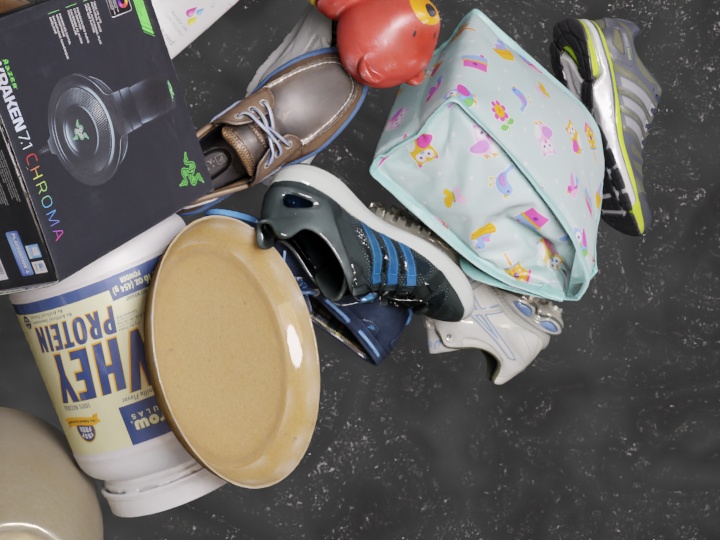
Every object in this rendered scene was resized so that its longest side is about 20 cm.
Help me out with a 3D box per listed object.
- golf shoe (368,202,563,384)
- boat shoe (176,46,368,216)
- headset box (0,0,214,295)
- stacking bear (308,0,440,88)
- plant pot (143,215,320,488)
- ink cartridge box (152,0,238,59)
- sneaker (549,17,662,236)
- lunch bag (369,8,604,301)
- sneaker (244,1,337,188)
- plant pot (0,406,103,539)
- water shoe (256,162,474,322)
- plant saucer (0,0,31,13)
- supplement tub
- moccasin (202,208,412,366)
[{"bbox_3d":[0.074,0.023,1.272,0.199,0.078,0.098,34,95,-13],"label":"golf shoe"},{"bbox_3d":[-0.080,-0.100,1.165,0.199,0.072,0.072,-35,98,13],"label":"boat shoe"},{"bbox_3d":[-0.208,-0.101,1.055,0.200,0.092,0.175,-37,113,-53],"label":"headset box"},{"bbox_3d":[0.001,-0.235,1.132,0.121,0.113,0.201,-1,71,-58],"label":"stacking bear"},{"bbox_3d":[-0.097,0.061,1.102,0.200,0.027,0.202,30,54,-52],"label":"plant pot"},{"bbox_3d":[-0.134,-0.257,1.174,0.200,0.067,0.116,-45,107,-17],"label":"ink cartridge box"},{"bbox_3d":[0.232,-0.129,1.319,0.080,0.074,0.202,-17,101,-22],"label":"sneaker"},{"bbox_3d":[0.119,-0.084,1.218,0.200,0.171,0.122,41,124,-17],"label":"lunch bag"},{"bbox_3d":[-0.035,-0.160,1.215,0.076,0.080,0.201,26,86,-21],"label":"sneaker"},{"bbox_3d":[-0.263,0.207,1.093,0.186,0.200,0.189,-1,94,-20],"label":"plant pot"},{"bbox_3d":[0.000,0.000,1.177,0.199,0.071,0.079,35,58,-19],"label":"water shoe"},{"bbox_3d":[-0.259,-0.113,1.091,0.200,0.029,0.202,19,67,-53],"label":"plant saucer"},{"bbox_3d":[-0.169,0.070,1.146,0.144,0.145,0.201,-23,101,-17],"label":"supplement tub"},{"bbox_3d":[-0.046,0.016,1.220,0.199,0.080,0.069,27,77,-18],"label":"moccasin"}]
